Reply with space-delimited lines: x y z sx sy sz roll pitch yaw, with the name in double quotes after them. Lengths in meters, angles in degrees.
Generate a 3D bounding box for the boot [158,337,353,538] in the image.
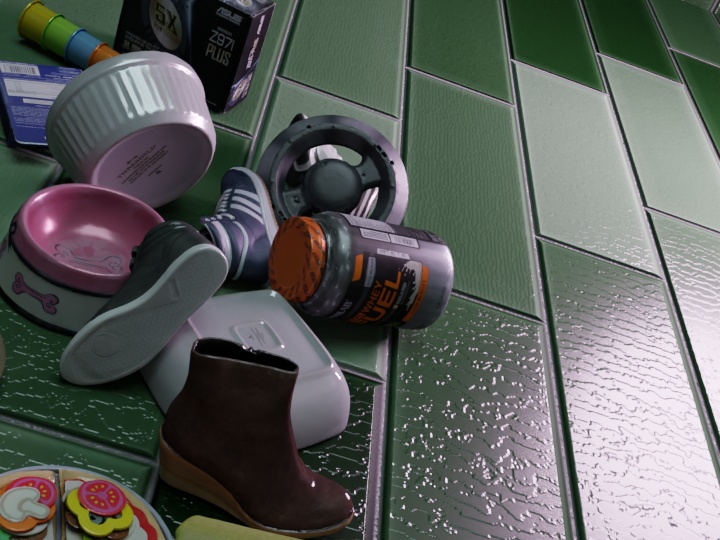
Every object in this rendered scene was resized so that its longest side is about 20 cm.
-0.080 0.154 0.981 0.199 0.167 0.073 18 33 -8 "boot"

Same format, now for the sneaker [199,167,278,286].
-0.166 -0.061 1.323 0.108 0.070 0.201 4 41 -30 "sneaker"

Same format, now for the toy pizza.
-0.245 0.232 0.894 0.199 0.032 0.201 16 34 -11 "toy pizza"

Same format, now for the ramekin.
-0.263 -0.154 1.289 0.201 0.203 0.095 -8 57 -39 "ramekin"

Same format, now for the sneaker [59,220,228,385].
-0.222 0.029 1.091 0.071 0.200 0.099 48 3 -33 "sneaker"

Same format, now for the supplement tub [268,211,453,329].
0.000 0.000 1.270 0.199 0.123 0.123 9 35 -34 "supplement tub"

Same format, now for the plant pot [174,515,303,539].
-0.069 0.278 0.819 0.183 0.202 0.201 18 32 12 "plant pot"

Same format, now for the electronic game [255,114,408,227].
-0.037 -0.105 1.397 0.198 0.042 0.202 1 75 -5 "electronic game"

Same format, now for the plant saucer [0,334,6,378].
-0.431 0.079 0.999 0.199 0.030 0.201 16 34 -11 "plant saucer"

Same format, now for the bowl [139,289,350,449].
-0.117 0.095 1.130 0.199 0.075 0.200 -9 46 -38 "bowl"

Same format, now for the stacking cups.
-0.393 -0.312 1.548 0.199 0.061 0.061 31 34 9 "stacking cups"

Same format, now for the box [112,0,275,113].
-0.247 -0.354 1.599 0.199 0.164 0.086 28 33 7 "box"

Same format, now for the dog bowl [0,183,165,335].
-0.292 -0.019 1.182 0.199 0.074 0.201 16 34 -11 "dog bowl"

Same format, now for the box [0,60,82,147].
-0.406 -0.206 1.412 0.120 0.033 0.200 2 37 -29 "box"

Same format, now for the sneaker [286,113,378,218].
-0.039 -0.132 1.514 0.115 0.076 0.201 12 42 -31 "sneaker"
